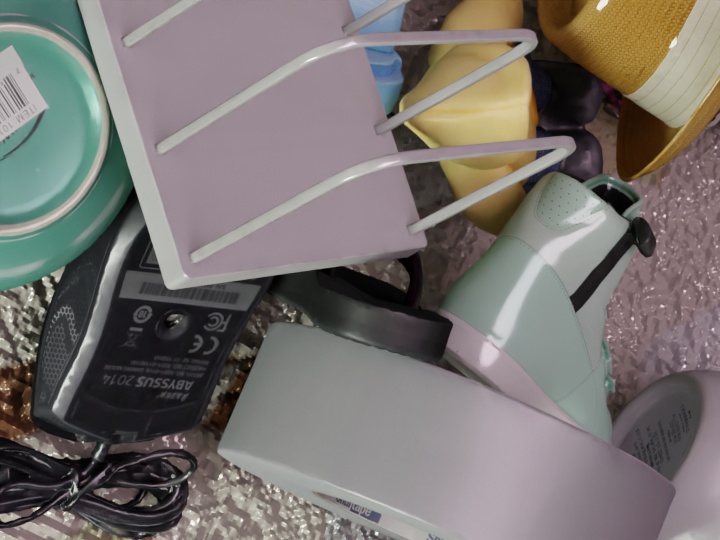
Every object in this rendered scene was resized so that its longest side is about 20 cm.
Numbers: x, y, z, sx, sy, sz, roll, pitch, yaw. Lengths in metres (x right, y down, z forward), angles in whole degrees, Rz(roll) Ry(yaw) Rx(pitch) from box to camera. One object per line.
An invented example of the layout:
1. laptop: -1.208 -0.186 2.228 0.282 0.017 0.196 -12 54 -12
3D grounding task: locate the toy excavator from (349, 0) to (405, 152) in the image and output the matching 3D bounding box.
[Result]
1. toy excavator: -0.026 -0.156 1.229 0.100 0.194 0.200 14 110 -27

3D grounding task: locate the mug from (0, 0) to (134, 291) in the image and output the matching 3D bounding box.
1. mug: -0.167 -0.052 1.108 0.152 0.114 0.185 7 98 -28

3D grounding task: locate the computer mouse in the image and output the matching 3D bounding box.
1. computer mouse: -0.106 0.025 1.185 0.138 0.053 0.200 13 116 -38

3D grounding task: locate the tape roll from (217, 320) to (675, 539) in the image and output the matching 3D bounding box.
1. tape roll: 0.039 0.091 1.209 0.200 0.200 0.066 26 81 -26

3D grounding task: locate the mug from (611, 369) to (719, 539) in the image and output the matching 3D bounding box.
1. mug: 0.203 0.150 1.317 0.175 0.148 0.200 35 37 -21

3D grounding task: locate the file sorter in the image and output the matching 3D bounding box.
1. file sorter: -0.019 -0.113 1.071 0.139 0.124 0.200 -8 75 -45

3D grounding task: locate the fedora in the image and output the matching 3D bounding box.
1. fedora: 0.136 -0.140 1.221 0.082 0.201 0.201 25 76 -10

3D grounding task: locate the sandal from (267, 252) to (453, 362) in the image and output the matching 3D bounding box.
1. sandal: 0.001 0.000 1.191 0.075 0.200 0.048 15 94 -17

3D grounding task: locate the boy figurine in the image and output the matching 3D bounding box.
1. boy figurine: 0.067 -0.079 1.246 0.064 0.200 0.125 0 87 14

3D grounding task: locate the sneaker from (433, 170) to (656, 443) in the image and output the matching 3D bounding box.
1. sneaker: 0.107 0.021 1.265 0.118 0.074 0.200 -53 157 -3

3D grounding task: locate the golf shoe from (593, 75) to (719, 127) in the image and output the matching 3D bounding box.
1. golf shoe: 0.162 -0.169 1.371 0.092 0.073 0.200 9 86 -53
